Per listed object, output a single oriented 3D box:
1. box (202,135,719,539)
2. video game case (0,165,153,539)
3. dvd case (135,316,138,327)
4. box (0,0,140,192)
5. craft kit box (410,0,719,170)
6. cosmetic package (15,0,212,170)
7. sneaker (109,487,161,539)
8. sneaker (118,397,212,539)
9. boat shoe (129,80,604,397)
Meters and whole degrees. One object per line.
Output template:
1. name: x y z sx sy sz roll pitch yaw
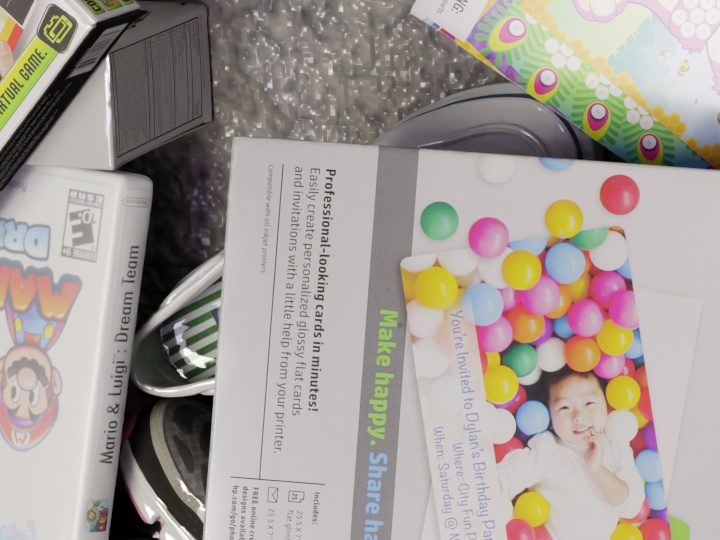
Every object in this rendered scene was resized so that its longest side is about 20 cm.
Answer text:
1. box: 0.052 0.042 0.952 0.199 0.041 0.157 5 87 0
2. video game case: -0.167 0.041 1.119 0.199 0.024 0.183 11 95 38
3. dvd case: -0.175 0.069 1.149 0.148 0.016 0.201 35 110 33
4. box: -0.177 -0.057 1.050 0.110 0.035 0.200 44 117 8
5. craft kit box: 0.145 -0.116 0.973 0.197 0.049 0.201 34 116 9
6. cosmetic package: -0.163 -0.076 1.105 0.199 0.082 0.051 4 105 23
7. sneaker: -0.070 0.143 1.135 0.200 0.076 0.091 36 113 9
8. sneaker: 0.004 0.096 1.087 0.199 0.074 0.088 35 117 6
9. boat shoe: 0.000 0.000 1.061 0.200 0.067 0.074 -34 90 29
